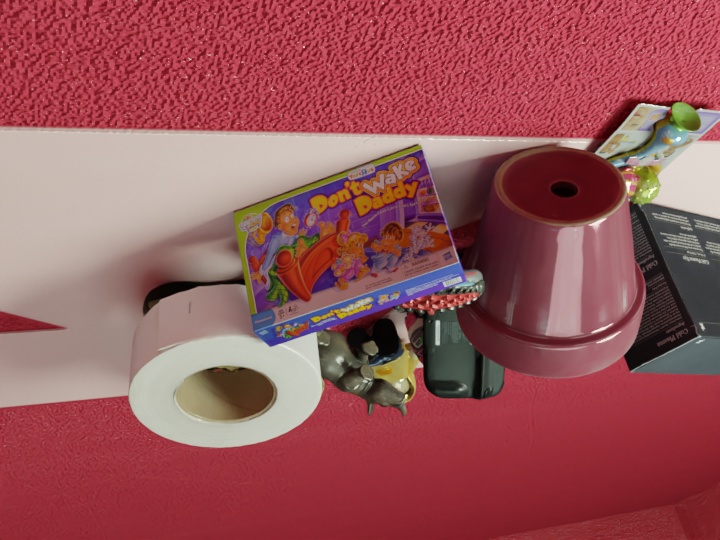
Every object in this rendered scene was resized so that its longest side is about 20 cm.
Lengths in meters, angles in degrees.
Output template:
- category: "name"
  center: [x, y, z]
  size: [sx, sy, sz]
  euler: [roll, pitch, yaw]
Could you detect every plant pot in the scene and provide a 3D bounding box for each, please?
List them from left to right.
- category: "plant pot"
  center: [0.198, -0.020, 0.854]
  size: [0.199, 0.200, 0.179]
  euler: [-11, 132, -6]

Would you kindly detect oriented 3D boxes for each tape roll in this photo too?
- category: "tape roll"
  center: [-0.143, 0.105, 0.876]
  size: [0.202, 0.071, 0.203]
  euler: [-5, 138, -4]

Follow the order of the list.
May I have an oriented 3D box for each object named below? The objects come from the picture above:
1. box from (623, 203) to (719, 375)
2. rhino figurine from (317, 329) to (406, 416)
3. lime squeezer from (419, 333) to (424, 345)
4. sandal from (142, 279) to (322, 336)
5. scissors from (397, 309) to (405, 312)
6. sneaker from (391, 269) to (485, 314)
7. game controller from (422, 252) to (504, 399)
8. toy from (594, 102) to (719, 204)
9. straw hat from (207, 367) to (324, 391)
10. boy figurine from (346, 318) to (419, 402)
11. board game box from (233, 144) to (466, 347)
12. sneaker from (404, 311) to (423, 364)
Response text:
- category: "box"
  center: [0.399, 0.027, 1.029]
  size: [0.200, 0.183, 0.104]
  euler: [7, 146, -36]
- category: "rhino figurine"
  center: [-0.013, 0.124, 1.059]
  size: [0.200, 0.060, 0.087]
  euler: [41, 142, -14]
- category: "lime squeezer"
  center: [0.160, 0.027, 1.038]
  size: [0.199, 0.071, 0.038]
  euler: [-20, 169, 3]
- category: "sandal"
  center: [-0.142, 0.052, 0.925]
  size: [0.200, 0.080, 0.057]
  euler: [4, 126, -15]
- category: "scissors"
  center: [0.150, 0.027, 1.097]
  size: [0.199, 0.014, 0.073]
  euler: [-5, 153, -15]
- category: "sneaker"
  center: [0.028, -0.015, 0.835]
  size: [0.199, 0.096, 0.079]
  euler: [7, 163, 12]
- category: "game controller"
  center: [0.130, 0.073, 1.027]
  size: [0.104, 0.042, 0.201]
  euler: [3, 113, 10]
- category: "toy"
  center: [0.293, -0.099, 0.891]
  size: [0.115, 0.047, 0.200]
  euler: [0, 149, -22]
- category: "straw hat"
  center: [-0.144, 0.105, 1.019]
  size: [0.200, 0.085, 0.201]
  euler: [-1, 148, -1]
- category: "boy figurine"
  center: [0.033, 0.139, 1.192]
  size: [0.124, 0.065, 0.200]
  euler: [-19, 149, 3]
- category: "board game box"
  center: [-0.014, -0.023, 0.791]
  size: [0.199, 0.135, 0.045]
  euler: [-19, 151, 8]
- category: "sneaker"
  center: [0.162, 0.071, 1.089]
  size: [0.199, 0.075, 0.081]
  euler: [-18, 153, 8]
